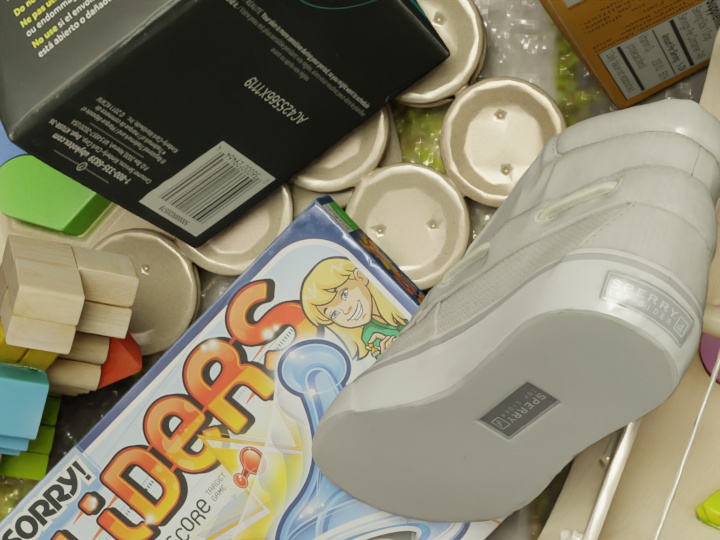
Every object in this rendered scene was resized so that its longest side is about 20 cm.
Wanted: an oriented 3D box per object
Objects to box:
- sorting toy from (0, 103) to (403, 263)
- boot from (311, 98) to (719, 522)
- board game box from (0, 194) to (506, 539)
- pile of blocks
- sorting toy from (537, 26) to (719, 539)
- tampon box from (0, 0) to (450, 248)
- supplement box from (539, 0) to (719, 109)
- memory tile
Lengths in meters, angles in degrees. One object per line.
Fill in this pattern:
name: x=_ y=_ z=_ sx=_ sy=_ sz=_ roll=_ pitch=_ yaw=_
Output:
sorting toy: x=-0.097 y=-0.093 z=0.893 sx=0.198 sy=0.036 sz=0.187 roll=-17 pitch=78 yaw=14
boot: x=0.057 y=0.016 z=0.736 sx=0.073 sy=0.200 sz=0.096 roll=34 pitch=56 yaw=-16
board game box: x=-0.037 y=0.089 z=0.828 sx=0.135 sy=0.034 sz=0.200 roll=44 pitch=98 yaw=2
pile of blocks: x=-0.120 y=0.046 z=0.820 sx=0.062 sy=0.200 sz=0.083 roll=10 pitch=73 yaw=-18
sorting toy: x=0.177 y=0.042 z=0.767 sx=0.179 sy=0.107 sz=0.202 roll=20 pitch=88 yaw=11
tampon box: x=-0.086 y=-0.138 z=0.791 sx=0.126 sy=0.150 sz=0.201 roll=-36 pitch=65 yaw=10
supplement box: x=0.088 y=-0.117 z=0.756 sx=0.068 sy=0.200 sz=0.067 roll=-26 pitch=76 yaw=8
memory tile: x=0.000 y=0.000 z=0.843 sx=0.200 sy=0.017 sz=0.154 roll=-40 pitch=88 yaw=8
